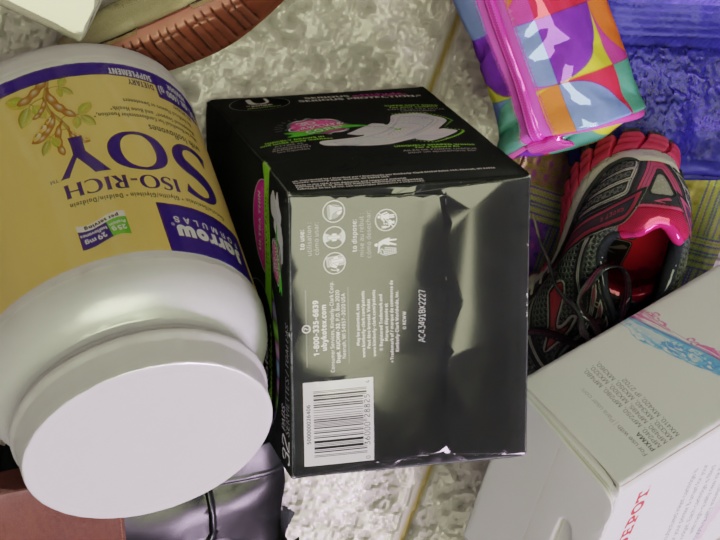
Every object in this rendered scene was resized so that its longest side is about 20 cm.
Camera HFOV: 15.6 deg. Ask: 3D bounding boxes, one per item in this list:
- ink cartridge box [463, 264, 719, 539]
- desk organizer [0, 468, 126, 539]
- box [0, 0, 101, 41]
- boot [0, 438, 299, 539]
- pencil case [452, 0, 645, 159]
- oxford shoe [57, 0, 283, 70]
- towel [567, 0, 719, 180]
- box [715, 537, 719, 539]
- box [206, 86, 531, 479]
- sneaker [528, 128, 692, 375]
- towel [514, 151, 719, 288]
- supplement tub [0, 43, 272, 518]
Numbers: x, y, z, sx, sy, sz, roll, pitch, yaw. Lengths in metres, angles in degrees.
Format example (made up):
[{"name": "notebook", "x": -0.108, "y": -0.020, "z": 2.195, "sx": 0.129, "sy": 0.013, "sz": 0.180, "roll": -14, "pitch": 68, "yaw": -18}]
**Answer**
[{"name": "ink cartridge box", "x": 0.163, "y": 0.085, "z": 1.387, "sx": 0.200, "sy": 0.083, "sz": 0.146, "roll": -27, "pitch": 151, "yaw": -30}, {"name": "desk organizer", "x": -0.159, "y": 0.200, "z": 1.319, "sx": 0.077, "sy": 0.072, "sz": 0.201, "roll": -9, "pitch": 95, "yaw": -34}, {"name": "box", "x": -0.216, "y": -0.187, "z": 1.290, "sx": 0.200, "sy": 0.082, "sz": 0.069, "roll": 24, "pitch": 98, "yaw": -19}, {"name": "boot", "x": -0.118, "y": 0.166, "z": 1.432, "sx": 0.198, "sy": 0.073, "sz": 0.163, "roll": -9, "pitch": 114, "yaw": -11}, {"name": "pencil case", "x": 0.078, "y": -0.157, "z": 1.355, "sx": 0.088, "sy": 0.088, "sz": 0.201, "roll": -23, "pitch": 95, "yaw": -8}, {"name": "oxford shoe", "x": -0.074, "y": -0.160, "z": 1.356, "sx": 0.200, "sy": 0.071, "sz": 0.074, "roll": -28, "pitch": 81, "yaw": -1}, {"name": "towel", "x": 0.190, "y": -0.148, "z": 1.415, "sx": 0.147, "sy": 0.050, "sz": 0.201, "roll": 1, "pitch": 98, "yaw": -18}, {"name": "box", "x": 0.172, "y": 0.164, "z": 1.493, "sx": 0.199, "sy": 0.082, "sz": 0.069, "roll": -2, "pitch": 106, "yaw": -13}, {"name": "box", "x": 0.000, "y": 0.000, "z": 1.340, "sx": 0.124, "sy": 0.200, "sz": 0.149, "roll": -4, "pitch": 108, "yaw": -13}, {"name": "sneaker", "x": 0.123, "y": 0.023, "z": 1.408, "sx": 0.080, "sy": 0.075, "sz": 0.200, "roll": 5, "pitch": 126, "yaw": -12}, {"name": "towel", "x": 0.130, "y": -0.014, "z": 1.468, "sx": 0.143, "sy": 0.023, "sz": 0.201, "roll": 15, "pitch": 102, "yaw": -20}, {"name": "supplement tub", "x": -0.128, "y": 0.005, "z": 1.288, "sx": 0.145, "sy": 0.200, "sz": 0.146, "roll": -14, "pitch": 144, "yaw": -10}]
